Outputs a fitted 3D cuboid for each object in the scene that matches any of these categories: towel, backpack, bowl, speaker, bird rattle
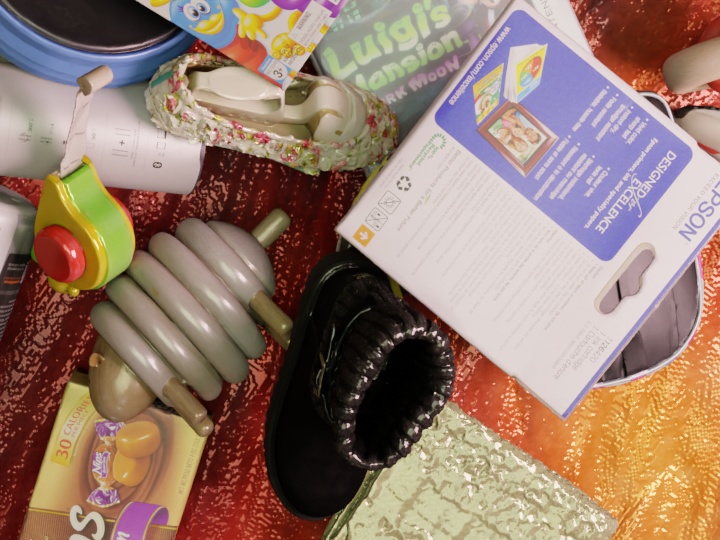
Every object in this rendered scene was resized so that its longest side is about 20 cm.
[{"bbox_3d":[0.083,0.194,1.072,0.198,0.036,0.150,31,92,-4],"label":"towel"},{"bbox_3d":[0.154,-0.015,1.035,0.175,0.151,0.203,-13,87,-9],"label":"backpack"},{"bbox_3d":[-0.193,-0.230,0.998,0.198,0.039,0.204,8,70,-23],"label":"bowl"},{"bbox_3d":[-0.214,-0.103,1.013,0.197,0.081,0.083,4,97,-22],"label":"speaker"},{"bbox_3d":[0.299,-0.157,1.019,0.161,0.200,0.114,-18,98,23],"label":"bird rattle"}]

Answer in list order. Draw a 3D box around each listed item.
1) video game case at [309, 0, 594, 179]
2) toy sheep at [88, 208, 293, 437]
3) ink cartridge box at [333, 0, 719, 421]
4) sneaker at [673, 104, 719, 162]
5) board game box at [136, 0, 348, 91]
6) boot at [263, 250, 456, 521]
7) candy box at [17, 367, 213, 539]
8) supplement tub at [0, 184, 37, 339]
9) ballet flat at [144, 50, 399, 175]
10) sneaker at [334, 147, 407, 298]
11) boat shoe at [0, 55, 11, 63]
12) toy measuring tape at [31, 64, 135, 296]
[{"bbox_3d":[0.063,-0.177,1.078,0.198,0.023,0.184,-26,98,0],"label":"video game case"},{"bbox_3d":[-0.122,0.032,1.041,0.200,0.138,0.138,-44,98,-13],"label":"toy sheep"},{"bbox_3d":[0.118,-0.041,0.943,0.199,0.047,0.198,39,96,1],"label":"ink cartridge box"},{"bbox_3d":[0.311,-0.046,1.085,0.198,0.070,0.094,33,88,-10],"label":"sneaker"},{"bbox_3d":[-0.101,-0.234,0.945,0.198,0.106,0.103,29,132,-15],"label":"board game box"},{"bbox_3d":[-0.006,0.104,0.961,0.078,0.158,0.214,0,111,-20],"label":"boot"},{"bbox_3d":[-0.198,0.190,1.091,0.115,0.056,0.203,19,94,-6],"label":"candy box"},{"bbox_3d":[-0.319,0.029,1.030,0.121,0.123,0.203,21,95,-6],"label":"supplement tub"},{"bbox_3d":[-0.054,-0.113,1.005,0.197,0.064,0.077,4,71,-23],"label":"ballet flat"},{"bbox_3d":[0.000,0.000,1.063,0.075,0.076,0.203,18,98,-26],"label":"sneaker"},{"bbox_3d":[-0.298,-0.164,1.034,0.197,0.068,0.076,-11,98,-2],"label":"boat shoe"},{"bbox_3d":[-0.181,-0.047,0.968,0.073,0.074,0.201,22,134,-6],"label":"toy measuring tape"}]
